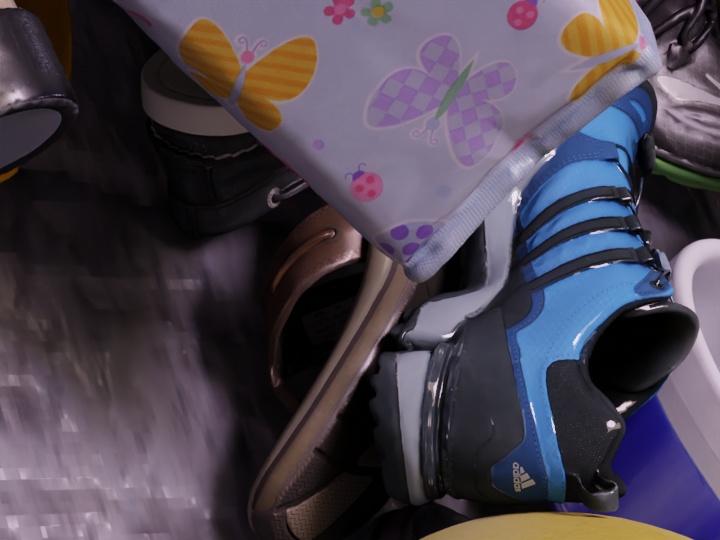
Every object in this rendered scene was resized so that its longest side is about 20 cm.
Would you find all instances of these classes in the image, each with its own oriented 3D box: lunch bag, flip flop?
[{"bbox_3d":[-0.021,-0.116,0.911,0.170,0.127,0.200,42,14,-30],"label":"lunch bag"},{"bbox_3d":[0.000,0.000,0.996,0.081,0.057,0.201,59,45,-63],"label":"flip flop"}]

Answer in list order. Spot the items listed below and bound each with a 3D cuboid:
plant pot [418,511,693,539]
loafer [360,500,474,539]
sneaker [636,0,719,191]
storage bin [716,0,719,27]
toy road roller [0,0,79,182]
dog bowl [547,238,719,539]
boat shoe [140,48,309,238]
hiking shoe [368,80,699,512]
[{"bbox_3d":[0.079,0.160,0.851,0.199,0.142,0.201,3,78,-16],"label":"plant pot"},{"bbox_3d":[0.086,0.143,0.994,0.200,0.063,0.072,46,41,-9],"label":"loafer"},{"bbox_3d":[0.105,-0.115,1.180,0.200,0.084,0.077,52,41,-2],"label":"sneaker"},{"bbox_3d":[0.160,-0.200,1.198,0.094,0.199,0.200,-35,89,-16],"label":"storage bin"},{"bbox_3d":[-0.178,-0.046,0.855,0.199,0.146,0.123,-24,77,-12],"label":"toy road roller"},{"bbox_3d":[0.156,0.089,1.044,0.200,0.079,0.200,37,24,-19],"label":"dog bowl"},{"bbox_3d":[-0.006,-0.067,1.058,0.074,0.066,0.199,15,31,24],"label":"boat shoe"},{"bbox_3d":[0.073,0.009,0.987,0.086,0.075,0.200,10,47,19],"label":"hiking shoe"}]
